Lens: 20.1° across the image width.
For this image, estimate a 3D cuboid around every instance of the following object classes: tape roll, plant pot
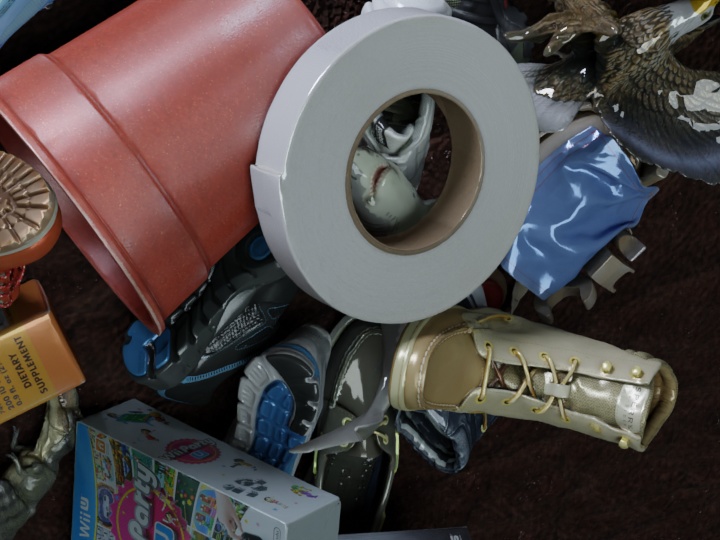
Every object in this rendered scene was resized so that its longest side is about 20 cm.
[{"bbox_3d":[0.025,-0.066,1.294,0.202,0.037,0.204,-11,111,-32],"label":"tape roll"},{"bbox_3d":[-0.116,-0.097,1.320,0.195,0.201,0.201,-38,120,-11],"label":"plant pot"}]

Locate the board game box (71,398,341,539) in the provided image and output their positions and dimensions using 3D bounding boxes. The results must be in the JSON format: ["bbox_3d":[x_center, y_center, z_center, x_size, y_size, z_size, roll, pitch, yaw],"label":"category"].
[{"bbox_3d":[-0.113,0.196,1.436,0.064,0.199,0.148,-21,123,-48],"label":"board game box"}]

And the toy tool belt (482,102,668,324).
[{"bbox_3d":[0.143,-0.030,1.473,0.125,0.123,0.200,34,99,-29],"label":"toy tool belt"}]

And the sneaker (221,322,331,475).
[{"bbox_3d":[-0.065,0.121,1.496,0.075,0.087,0.200,31,124,3],"label":"sneaker"}]

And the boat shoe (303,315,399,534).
[{"bbox_3d":[-0.002,0.129,1.525,0.072,0.060,0.203,2,112,-21],"label":"boat shoe"}]

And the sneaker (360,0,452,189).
[{"bbox_3d":[0.017,-0.097,1.393,0.075,0.081,0.201,4,139,-4],"label":"sneaker"}]

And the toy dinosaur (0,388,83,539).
[{"bbox_3d":[-0.268,0.166,1.455,0.088,0.047,0.201,20,108,-33],"label":"toy dinosaur"}]

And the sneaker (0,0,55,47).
[{"bbox_3d":[-0.185,-0.196,1.306,0.200,0.078,0.090,-45,123,3],"label":"sneaker"}]

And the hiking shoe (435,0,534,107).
[{"bbox_3d":[0.052,-0.199,1.391,0.100,0.076,0.201,-27,120,-11],"label":"hiking shoe"}]

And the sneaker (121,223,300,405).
[{"bbox_3d":[-0.081,0.013,1.452,0.200,0.073,0.082,-42,142,3],"label":"sneaker"}]

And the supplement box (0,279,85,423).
[{"bbox_3d":[-0.294,0.085,1.395,0.199,0.069,0.067,-26,117,-5],"label":"supplement box"}]

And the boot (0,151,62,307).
[{"bbox_3d":[-0.240,-0.018,1.312,0.107,0.199,0.075,43,62,-35],"label":"boot"}]

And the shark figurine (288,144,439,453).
[{"bbox_3d":[0.007,0.017,1.398,0.128,0.089,0.216,-9,105,-51],"label":"shark figurine"}]

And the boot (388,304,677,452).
[{"bbox_3d":[0.119,0.076,1.372,0.200,0.155,0.073,-1,106,-62],"label":"boot"}]

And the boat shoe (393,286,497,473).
[{"bbox_3d":[0.051,0.056,1.474,0.091,0.071,0.201,-58,134,-33],"label":"boat shoe"}]

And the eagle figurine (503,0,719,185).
[{"bbox_3d":[0.198,-0.145,1.394,0.200,0.150,0.153,28,70,-48],"label":"eagle figurine"}]

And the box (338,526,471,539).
[{"bbox_3d":[-0.011,0.273,1.549,0.157,0.049,0.201,-1,139,-19],"label":"box"}]
